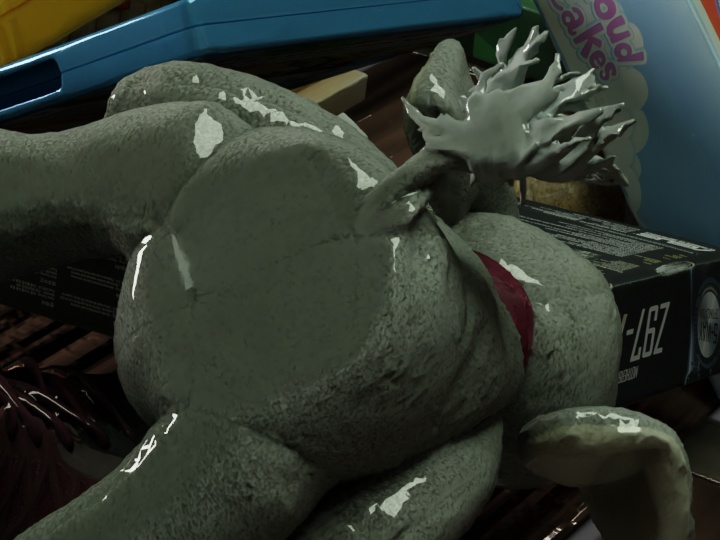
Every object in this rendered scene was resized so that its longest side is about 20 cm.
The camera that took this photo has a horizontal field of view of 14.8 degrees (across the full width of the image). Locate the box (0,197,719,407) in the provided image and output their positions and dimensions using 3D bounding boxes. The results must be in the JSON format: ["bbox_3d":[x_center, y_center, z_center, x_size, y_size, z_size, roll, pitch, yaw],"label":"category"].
[{"bbox_3d":[0.000,0.000,0.899,0.200,0.044,0.160,15,14,28],"label":"box"}]

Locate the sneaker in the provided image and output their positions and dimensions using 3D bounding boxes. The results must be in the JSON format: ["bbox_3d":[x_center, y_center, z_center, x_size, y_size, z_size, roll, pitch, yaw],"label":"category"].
[{"bbox_3d":[-0.100,0.037,0.776,0.076,0.116,0.200,25,32,32],"label":"sneaker"}]

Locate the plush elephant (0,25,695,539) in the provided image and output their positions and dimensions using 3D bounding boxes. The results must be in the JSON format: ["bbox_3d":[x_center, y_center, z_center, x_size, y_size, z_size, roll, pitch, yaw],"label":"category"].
[{"bbox_3d":[0.002,0.022,0.719,0.155,0.200,0.165,37,29,-57],"label":"plush elephant"}]

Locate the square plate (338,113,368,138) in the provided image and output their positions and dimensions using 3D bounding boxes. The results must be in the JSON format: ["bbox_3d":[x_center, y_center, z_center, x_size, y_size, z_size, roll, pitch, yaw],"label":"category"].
[{"bbox_3d":[-0.131,-0.064,1.071,0.198,0.028,0.200,24,31,29],"label":"square plate"}]

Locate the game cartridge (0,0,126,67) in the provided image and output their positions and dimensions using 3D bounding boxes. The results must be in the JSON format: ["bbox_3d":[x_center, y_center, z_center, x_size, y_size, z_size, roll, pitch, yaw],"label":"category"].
[{"bbox_3d":[-0.148,-0.110,0.975,0.176,0.032,0.200,5,28,36],"label":"game cartridge"}]

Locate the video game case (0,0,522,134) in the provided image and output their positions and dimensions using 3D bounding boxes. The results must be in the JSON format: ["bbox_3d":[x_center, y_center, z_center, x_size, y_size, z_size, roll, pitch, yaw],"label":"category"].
[{"bbox_3d":[-0.071,-0.055,0.837,0.200,0.018,0.143,-14,-1,41],"label":"video game case"}]

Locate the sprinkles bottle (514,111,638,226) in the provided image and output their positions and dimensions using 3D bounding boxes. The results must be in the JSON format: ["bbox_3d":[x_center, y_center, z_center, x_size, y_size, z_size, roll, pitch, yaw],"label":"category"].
[{"bbox_3d":[0.118,-0.036,1.036,0.200,0.068,0.068,-10,31,-30],"label":"sprinkles bottle"}]

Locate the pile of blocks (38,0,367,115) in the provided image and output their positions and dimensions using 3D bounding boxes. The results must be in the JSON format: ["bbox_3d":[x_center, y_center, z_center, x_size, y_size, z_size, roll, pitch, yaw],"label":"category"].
[{"bbox_3d":[-0.084,-0.081,1.016,0.200,0.062,0.082,-12,32,-33],"label":"pile of blocks"}]

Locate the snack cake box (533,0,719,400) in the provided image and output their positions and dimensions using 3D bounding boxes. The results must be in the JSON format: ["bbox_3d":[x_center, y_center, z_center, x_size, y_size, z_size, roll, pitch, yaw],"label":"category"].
[{"bbox_3d":[0.141,-0.064,0.969,0.115,0.067,0.200,-18,80,-40],"label":"snack cake box"}]

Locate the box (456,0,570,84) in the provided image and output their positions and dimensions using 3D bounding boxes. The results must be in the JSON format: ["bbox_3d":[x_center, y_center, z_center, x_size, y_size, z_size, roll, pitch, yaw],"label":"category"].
[{"bbox_3d":[0.074,-0.135,1.258,0.200,0.036,0.144,20,29,28],"label":"box"}]
